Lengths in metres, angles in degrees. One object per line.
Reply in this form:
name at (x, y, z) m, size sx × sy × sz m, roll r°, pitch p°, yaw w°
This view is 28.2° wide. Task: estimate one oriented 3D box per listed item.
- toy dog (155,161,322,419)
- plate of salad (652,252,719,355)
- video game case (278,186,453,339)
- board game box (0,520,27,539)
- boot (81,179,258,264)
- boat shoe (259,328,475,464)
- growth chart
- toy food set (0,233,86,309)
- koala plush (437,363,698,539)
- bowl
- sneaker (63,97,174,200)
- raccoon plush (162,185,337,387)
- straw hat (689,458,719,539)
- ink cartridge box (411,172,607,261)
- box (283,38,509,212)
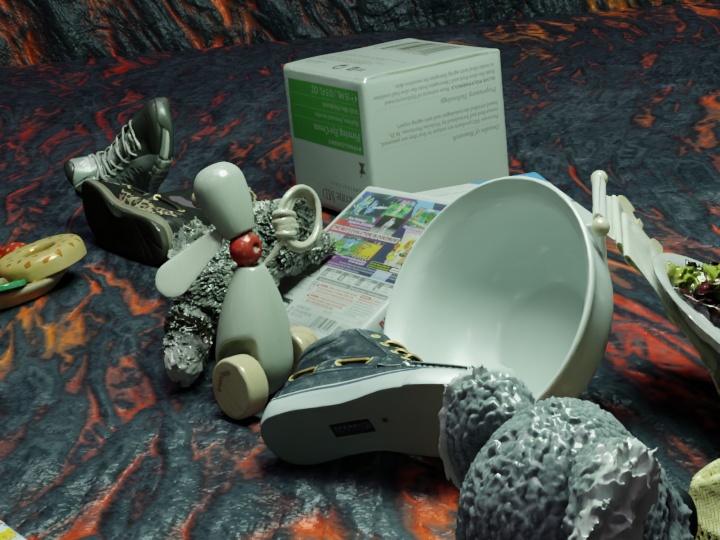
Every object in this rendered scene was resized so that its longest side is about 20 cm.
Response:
toy dog at (-0.103, 0.023, 1.169) m, size 0.096 × 0.203 × 0.131 m, roll -13°, pitch -17°, yaw 43°
plate of salad at (0.293, 0.041, 1.005) m, size 0.198 × 0.048 × 0.201 m, roll 28°, pitch 21°, yaw -12°
video game case at (0.000, 0.000, 1.273) m, size 0.182 × 0.023 × 0.199 m, roll -45°, pitch 26°, yaw -16°
board game box at (-0.228, 0.195, 0.756) m, size 0.104 × 0.105 × 0.199 m, roll -19°, pitch 21°, yaw -34°
boot at (-0.221, -0.072, 1.652) m, size 0.149 × 0.074 × 0.199 m, roll -19°, pitch 25°, yaw -33°
boat shoe at (0.024, 0.079, 1.017) m, size 0.198 × 0.071 × 0.091 m, roll -9°, pitch 35°, yaw 29°
growth chart at (0.228, 0.017, 1.060) m, size 0.018 × 0.201 × 0.145 m, roll -35°, pitch 3°, yaw 19°
toy food set at (-0.407, 0.000, 1.531) m, size 0.198 × 0.049 × 0.197 m, roll 10°, pitch 24°, yaw 42°
koala plush at (0.090, 0.148, 0.626) m, size 0.181 × 0.203 × 0.177 m, roll -12°, pitch 18°, yaw -16°
bowl at (0.116, 0.039, 1.058) m, size 0.090 × 0.204 × 0.200 m, roll 24°, pitch -5°, yaw -39°
sneaker at (-0.291, -0.130, 1.704) m, size 0.114 × 0.201 × 0.076 m, roll -1°, pitch 57°, yaw -22°
raccoon plush at (-0.091, 0.017, 1.263) m, size 0.132 × 0.097 × 0.202 m, roll -18°, pitch 47°, yaw 16°
straw hat at (0.227, 0.143, 0.787) m, size 0.198 × 0.086 × 0.201 m, roll -6°, pitch 18°, yaw 2°
ink cartridge box at (0.132, -0.021, 1.345) m, size 0.143 × 0.085 × 0.200 m, roll -9°, pitch 18°, yaw -9°
box at (0.041, -0.170, 1.704) m, size 0.198 × 0.174 × 0.198 m, roll -17°, pitch 20°, yaw -28°
